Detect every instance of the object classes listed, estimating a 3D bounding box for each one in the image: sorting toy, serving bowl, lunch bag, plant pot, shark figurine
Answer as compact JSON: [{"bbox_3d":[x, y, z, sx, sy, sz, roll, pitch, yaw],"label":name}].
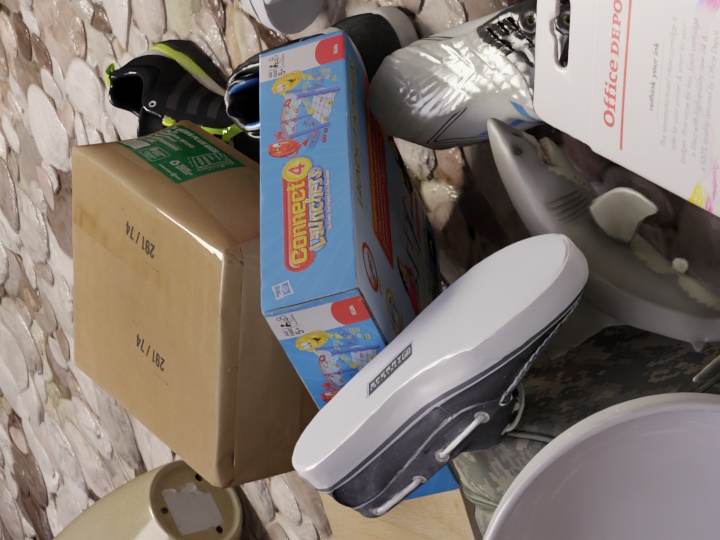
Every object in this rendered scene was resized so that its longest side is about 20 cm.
[{"bbox_3d":[0.050,0.162,1.223,0.199,0.069,0.201,-1,108,59],"label":"sorting toy"},{"bbox_3d":[0.149,0.146,0.825,0.066,0.198,0.202,-83,-21,-74],"label":"serving bowl"},{"bbox_3d":[0.154,0.125,0.958,0.199,0.139,0.169,4,123,57],"label":"lunch bag"},{"bbox_3d":[-0.189,0.268,1.623,0.188,0.186,0.200,56,136,19],"label":"plant pot"},{"bbox_3d":[0.136,0.017,0.905,0.214,0.089,0.128,41,171,48],"label":"shark figurine"}]

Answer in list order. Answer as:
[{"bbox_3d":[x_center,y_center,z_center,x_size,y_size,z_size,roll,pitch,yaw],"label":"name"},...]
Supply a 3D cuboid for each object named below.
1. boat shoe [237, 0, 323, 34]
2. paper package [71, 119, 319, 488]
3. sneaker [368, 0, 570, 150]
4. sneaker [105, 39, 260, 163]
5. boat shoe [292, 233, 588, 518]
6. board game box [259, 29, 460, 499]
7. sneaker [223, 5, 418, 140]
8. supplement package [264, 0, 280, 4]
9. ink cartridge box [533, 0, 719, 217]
[{"bbox_3d":[-0.073,-0.256,1.147,0.070,0.071,0.202,27,139,46],"label":"boat shoe"},{"bbox_3d":[-0.110,0.018,1.224,0.199,0.103,0.193,33,128,44],"label":"paper package"},{"bbox_3d":[0.090,-0.110,0.979,0.199,0.072,0.073,-5,94,46],"label":"sneaker"},{"bbox_3d":[-0.127,-0.103,1.326,0.200,0.082,0.072,41,143,39],"label":"sneaker"},{"bbox_3d":[0.052,0.061,0.902,0.068,0.072,0.200,38,116,-19],"label":"boat shoe"},{"bbox_3d":[0.000,0.000,1.035,0.197,0.055,0.202,63,-162,-46],"label":"board game box"},{"bbox_3d":[-0.051,-0.115,1.156,0.200,0.111,0.074,-29,83,61],"label":"sneaker"},{"bbox_3d":[0.004,-0.252,0.962,0.118,0.116,0.200,63,150,7],"label":"supplement package"},{"bbox_3d":[0.173,-0.095,0.824,0.199,0.067,0.118,34,137,40],"label":"ink cartridge box"}]
